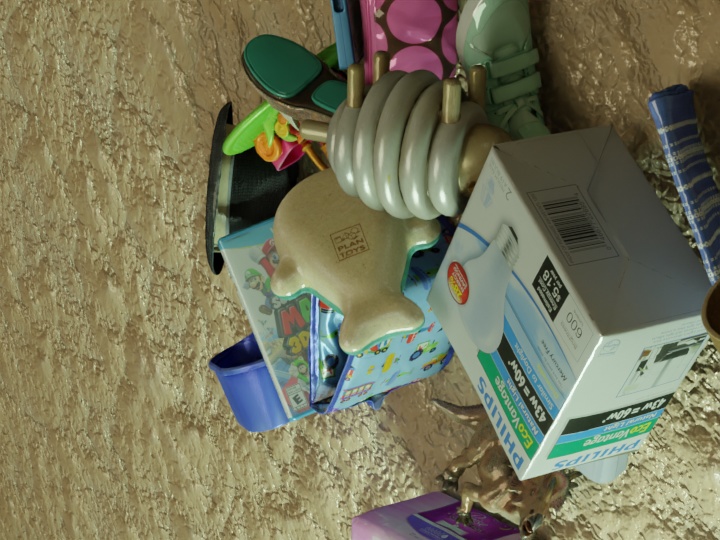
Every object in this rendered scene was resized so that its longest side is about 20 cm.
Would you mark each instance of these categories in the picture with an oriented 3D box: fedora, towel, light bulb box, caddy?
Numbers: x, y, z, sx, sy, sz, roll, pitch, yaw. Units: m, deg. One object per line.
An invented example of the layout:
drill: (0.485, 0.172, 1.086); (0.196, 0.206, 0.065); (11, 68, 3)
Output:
fedora: (-0.114, -0.085, 1.883); (0.201, 0.091, 0.203); (-175, 90, -89)
towel: (0.262, -0.043, 1.305); (0.024, 0.145, 0.202); (-20, 91, 18)
light bulb box: (0.167, 0.027, 1.412); (0.199, 0.124, 0.201); (63, 150, 32)
caddy: (-0.089, 0.100, 1.912); (0.200, 0.140, 0.106); (-171, 60, -76)

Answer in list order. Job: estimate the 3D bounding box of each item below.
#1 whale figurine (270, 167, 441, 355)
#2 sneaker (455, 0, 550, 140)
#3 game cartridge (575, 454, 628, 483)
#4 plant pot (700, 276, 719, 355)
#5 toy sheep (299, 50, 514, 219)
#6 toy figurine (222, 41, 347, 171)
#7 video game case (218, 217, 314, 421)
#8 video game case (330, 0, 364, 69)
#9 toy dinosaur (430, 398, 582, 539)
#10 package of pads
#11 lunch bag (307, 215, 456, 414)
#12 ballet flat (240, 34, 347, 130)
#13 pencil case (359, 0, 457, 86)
whale figurine: (0.000, 0.000, 1.535); (0.104, 0.158, 0.201); (70, 178, -49)
sneaker: (0.140, -0.147, 1.480); (0.118, 0.073, 0.202); (45, 148, 43)
game cartridge: (0.168, 0.098, 1.580); (0.200, 0.041, 0.134); (47, 162, 29)
plant pot: (0.352, 0.087, 1.195); (0.186, 0.186, 0.201); (8, 127, 56)
toy sheep: (0.039, -0.110, 1.469); (0.199, 0.138, 0.139); (14, 121, 28)
toy figurine: (-0.014, -0.104, 1.725); (0.185, 0.150, 0.200); (54, 138, 5)
video game case: (-0.046, 0.036, 1.809); (0.018, 0.142, 0.201); (140, 108, -75)
video game case: (-0.014, -0.300, 1.609); (0.143, 0.018, 0.202); (-64, -32, -68)
toy dinosaur: (0.142, 0.180, 1.666); (0.201, 0.085, 0.136); (65, 144, 34)
package of pads: (0.091, 0.290, 1.766); (0.199, 0.120, 0.076); (17, 116, 54)
lunch bag: (0.029, 0.060, 1.704); (0.094, 0.150, 0.201); (45, 141, 36)
ballet flat: (-0.040, -0.151, 1.607); (0.200, 0.068, 0.068); (37, 154, 39)
pencil case: (0.039, -0.220, 1.584); (0.091, 0.093, 0.202); (28, 131, 49)
